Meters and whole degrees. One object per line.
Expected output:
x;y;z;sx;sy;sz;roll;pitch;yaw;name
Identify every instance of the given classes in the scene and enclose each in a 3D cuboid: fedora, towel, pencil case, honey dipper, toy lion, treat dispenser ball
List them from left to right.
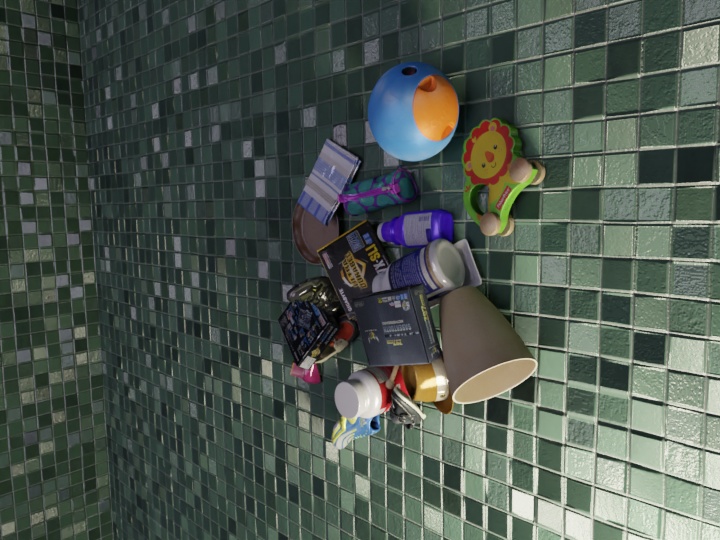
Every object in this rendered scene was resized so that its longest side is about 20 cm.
-0.089;-0.238;1.569;0.146;0.024;0.203;40;108;35;towel
0.041;-0.190;1.427;0.197;0.091;0.087;-9;89;46;pencil case
0.100;0.179;1.370;0.038;0.038;0.204;19;86;41;honey dipper
0.113;-0.340;1.258;0.198;0.198;0.207;7;100;44;treat dispenser ball
0.143;0.239;1.329;0.200;0.080;0.206;165;91;-79;fedora
0.274;-0.202;1.219;0.192;0.068;0.203;50;127;37;toy lion

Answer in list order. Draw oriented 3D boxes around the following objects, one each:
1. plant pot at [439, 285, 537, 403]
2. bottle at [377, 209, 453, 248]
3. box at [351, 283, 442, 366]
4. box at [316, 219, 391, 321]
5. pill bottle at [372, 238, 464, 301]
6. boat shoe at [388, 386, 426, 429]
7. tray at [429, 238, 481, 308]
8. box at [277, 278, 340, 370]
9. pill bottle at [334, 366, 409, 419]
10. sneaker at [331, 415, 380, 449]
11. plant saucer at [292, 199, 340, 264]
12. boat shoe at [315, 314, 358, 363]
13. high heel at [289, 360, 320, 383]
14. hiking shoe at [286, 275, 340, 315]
0.243;0.142;1.226;0.188;0.184;0.203;-47;50;37;plant pot
0.125;-0.095;1.372;0.197;0.064;0.086;-2;92;45;bottle
0.075;0.123;1.274;0.198;0.050;0.162;-12;95;50;box
0.000;0.000;1.470;0.157;0.049;0.203;-29;72;7;box
0.126;0.018;1.312;0.198;0.114;0.118;-27;76;39;pill bottle
0.099;0.327;1.361;0.066;0.200;0.074;-44;65;-5;boat shoe
0.191;0.015;1.350;0.198;0.022;0.110;-30;73;43;tray
-0.146;0.146;1.620;0.160;0.045;0.201;-53;40;17;box
0.035;0.289;1.417;0.111;0.197;0.115;8;101;43;pill bottle
-0.009;0.423;1.566;0.105;0.075;0.203;39;120;34;sneaker
-0.119;-0.120;1.639;0.197;0.032;0.206;6;99;45;plant saucer
-0.072;0.190;1.596;0.071;0.062;0.200;48;131;1;boat shoe
-0.135;0.223;1.703;0.067;0.094;0.205;-116;43;-80;high heel
-0.096;0.068;1.522;0.075;0.196;0.103;-25;79;58;hiking shoe
